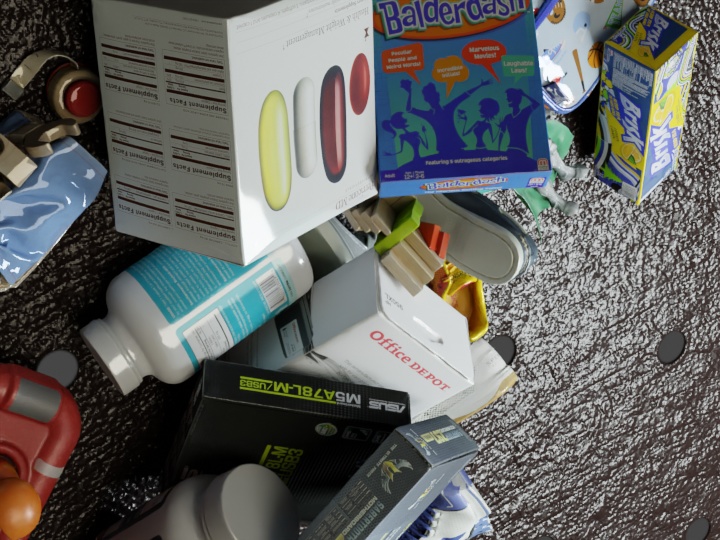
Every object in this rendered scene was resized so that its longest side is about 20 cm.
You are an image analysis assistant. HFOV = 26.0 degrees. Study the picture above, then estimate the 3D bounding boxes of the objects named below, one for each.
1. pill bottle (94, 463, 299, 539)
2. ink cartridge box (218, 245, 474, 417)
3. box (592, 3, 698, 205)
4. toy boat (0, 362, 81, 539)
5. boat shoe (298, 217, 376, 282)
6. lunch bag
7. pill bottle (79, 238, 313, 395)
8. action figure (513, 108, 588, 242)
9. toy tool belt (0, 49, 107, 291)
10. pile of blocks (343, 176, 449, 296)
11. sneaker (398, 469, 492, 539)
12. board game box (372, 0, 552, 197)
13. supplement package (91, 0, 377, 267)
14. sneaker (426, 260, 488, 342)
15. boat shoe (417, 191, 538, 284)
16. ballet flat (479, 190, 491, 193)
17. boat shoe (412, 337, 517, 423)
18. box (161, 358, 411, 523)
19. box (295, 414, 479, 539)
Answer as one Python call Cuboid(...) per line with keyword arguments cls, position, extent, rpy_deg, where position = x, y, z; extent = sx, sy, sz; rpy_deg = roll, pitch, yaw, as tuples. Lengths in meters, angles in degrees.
Cuboid(cls="pill bottle", position=(-0.150, 0.254, 1.412), extent=(0.119, 0.121, 0.199), rpy_deg=(22, 139, -36))
Cuboid(cls="ink cartridge box", position=(-0.014, 0.085, 1.445), extent=(0.199, 0.085, 0.144), rpy_deg=(-30, 133, 27))
Cuboid(cls="box", position=(0.279, -0.161, 1.540), extent=(0.070, 0.064, 0.201), rpy_deg=(-42, 152, -23))
Cuboid(cls="toy boat", position=(-0.313, 0.187, 1.333), extent=(0.130, 0.131, 0.201), rpy_deg=(24, 97, -36))
Cuboid(cls="boat shoe", position=(0.001, 0.000, 1.496), extent=(0.072, 0.070, 0.201), rpy_deg=(-52, 129, -24))
Cuboid(cls="lunch bag", position=(0.191, -0.258, 1.484), extent=(0.201, 0.075, 0.160), rpy_deg=(-54, 131, -7))
Cuboid(cls="pill bottle", position=(-0.148, 0.024, 1.378), extent=(0.199, 0.111, 0.111), rpy_deg=(-35, 125, -14))
Cuboid(cls="action figure", position=(0.154, -0.122, 1.472), extent=(0.200, 0.054, 0.119), rpy_deg=(38, 60, -49))
Cuboid(cls="toy tool belt", position=(-0.262, -0.072, 1.258), extent=(0.201, 0.123, 0.125), rpy_deg=(-51, 127, -3))
Cuboid(cls="pile of blocks", position=(0.018, -0.077, 1.393), extent=(0.062, 0.201, 0.082), rpy_deg=(-38, 169, 21))
Cuboid(cls="sneaker", position=(0.071, 0.258, 1.609), extent=(0.115, 0.081, 0.200), rpy_deg=(-33, 155, -5))
Cuboid(cls="board game box", position=(0.082, -0.170, 1.370), extent=(0.150, 0.045, 0.202), rpy_deg=(-4, 74, -3))
Cuboid(cls="supplement package", position=(-0.097, -0.140, 1.279), extent=(0.191, 0.146, 0.202), rpy_deg=(-32, 128, -47))
Cuboid(cls="sneaker", position=(0.085, -0.024, 1.522), extent=(0.073, 0.077, 0.202), rpy_deg=(-29, 115, -17))
Cuboid(cls="boat shoe", position=(0.077, -0.058, 1.446), extent=(0.062, 0.199, 0.076), rpy_deg=(-22, 137, -58))
Cuboid(cls="ballet flat", position=(0.087, -0.153, 1.479), extent=(0.070, 0.067, 0.201), rpy_deg=(-25, 121, -3))
Cuboid(cls="boat shoe", position=(0.064, 0.132, 1.562), extent=(0.199, 0.071, 0.070), rpy_deg=(-36, 88, 24))
Cuboid(cls="box", position=(-0.073, 0.164, 1.430), extent=(0.191, 0.048, 0.201), rpy_deg=(9, 142, -16))
Cuboid(cls="box", position=(0.007, 0.218, 1.368), extent=(0.200, 0.051, 0.157), rpy_deg=(-50, 164, 12))
